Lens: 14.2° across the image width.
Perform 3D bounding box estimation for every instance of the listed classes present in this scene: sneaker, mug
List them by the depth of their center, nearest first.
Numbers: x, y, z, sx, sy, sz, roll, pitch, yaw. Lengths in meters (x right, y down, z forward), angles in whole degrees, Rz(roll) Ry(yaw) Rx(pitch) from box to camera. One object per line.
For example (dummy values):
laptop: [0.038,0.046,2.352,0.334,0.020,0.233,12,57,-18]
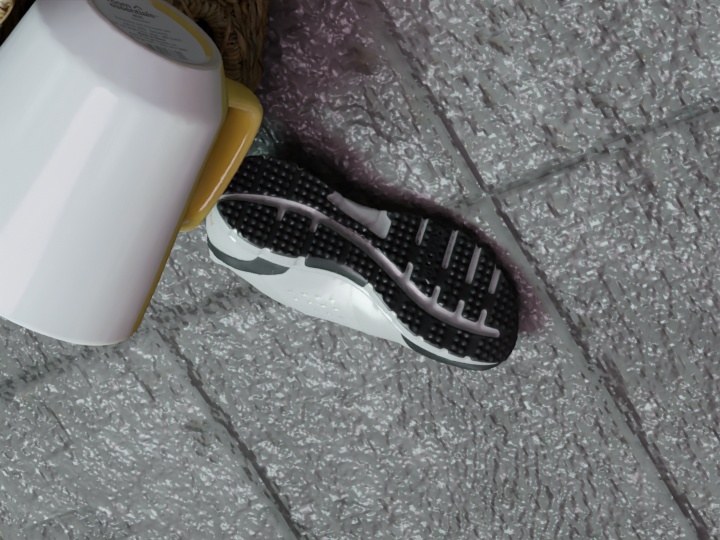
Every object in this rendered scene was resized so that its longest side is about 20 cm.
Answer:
mug: [-0.141,-0.073,1.516,0.149,0.187,0.154,32,111,-2]
sneaker: [0.000,0.000,1.677,0.199,0.074,0.080,29,154,-5]

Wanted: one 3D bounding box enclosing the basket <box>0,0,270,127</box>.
basket: [-0.142,-0.092,1.611,0.142,0.149,0.201,27,125,2]
